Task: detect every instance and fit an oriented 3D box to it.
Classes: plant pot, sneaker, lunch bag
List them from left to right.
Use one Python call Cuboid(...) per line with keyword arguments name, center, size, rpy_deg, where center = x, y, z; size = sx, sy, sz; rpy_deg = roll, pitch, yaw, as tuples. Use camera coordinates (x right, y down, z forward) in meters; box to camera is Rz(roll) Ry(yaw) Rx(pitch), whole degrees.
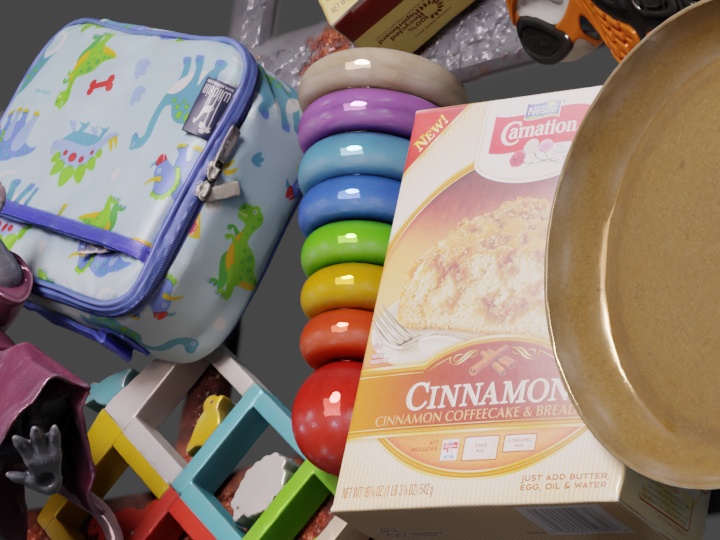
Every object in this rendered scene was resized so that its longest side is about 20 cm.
Cuboid(name="lunch bag", center=(-0.117, -0.042, 1.486), size=(0.199, 0.082, 0.162), rpy_deg=(18, 78, 52))
Cuboid(name="sneaker", center=(0.137, -0.133, 1.282), size=(0.092, 0.076, 0.200), rpy_deg=(-28, 21, -17))
Cuboid(name="plant pot", center=(0.151, -0.011, 1.162), size=(0.199, 0.027, 0.202), rpy_deg=(-17, 68, 46))

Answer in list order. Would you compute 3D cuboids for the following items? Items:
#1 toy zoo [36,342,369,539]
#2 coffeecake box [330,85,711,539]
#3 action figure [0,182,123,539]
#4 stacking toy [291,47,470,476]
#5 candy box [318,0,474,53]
Cuboid(name="toy zoo", center=(-0.083, 0.112, 1.421), size=(0.131, 0.020, 0.200), rpy_deg=(-51, 44, 3))
Cuboid(name="coffeecake box", center=(0.085, 0.024, 1.296), size=(0.153, 0.073, 0.201), rpy_deg=(-6, 61, 37))
Cuboid(name="action figure", center=(-0.181, 0.054, 1.435), size=(0.134, 0.149, 0.200), rpy_deg=(-39, 41, 4))
Cuboid(name="stacking toy", center=(0.000, 0.000, 1.374), size=(0.085, 0.085, 0.201), rpy_deg=(-10, 60, 35))
Cuboid(name="candy box", center=(0.012, -0.212, 1.507), size=(0.115, 0.055, 0.201), rpy_deg=(-38, 47, 16))
